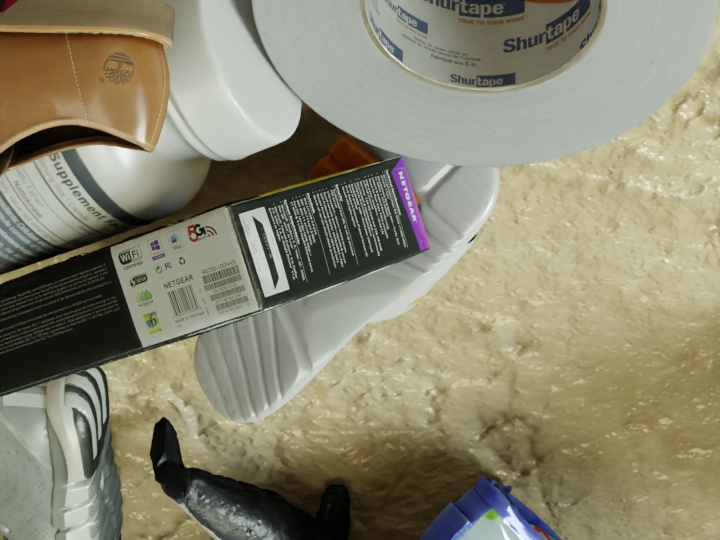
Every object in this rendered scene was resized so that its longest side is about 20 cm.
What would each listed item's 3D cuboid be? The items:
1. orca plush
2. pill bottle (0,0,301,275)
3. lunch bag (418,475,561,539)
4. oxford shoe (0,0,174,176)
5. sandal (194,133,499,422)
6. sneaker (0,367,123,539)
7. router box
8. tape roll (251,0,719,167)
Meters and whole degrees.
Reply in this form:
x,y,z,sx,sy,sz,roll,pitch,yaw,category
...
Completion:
x,y,z,sx,sy,sz,roll,pitch,yaw,category
-0.043,0.141,1.422,0.200,0.071,0.105,45,169,-28,orca plush
-0.134,-0.071,1.128,0.199,0.120,0.120,-18,134,22,pill bottle
0.061,0.218,1.392,0.170,0.127,0.200,-45,135,2,lunch bag
-0.175,-0.072,1.036,0.198,0.072,0.071,-1,175,12,oxford shoe
-0.005,-0.006,1.231,0.207,0.059,0.079,-44,77,30,sandal
-0.195,0.124,1.397,0.114,0.075,0.201,6,128,5,sneaker
-0.088,0.007,1.161,0.199,0.149,0.051,-18,90,33,router box
0.053,-0.137,1.082,0.198,0.067,0.201,2,139,1,tape roll
